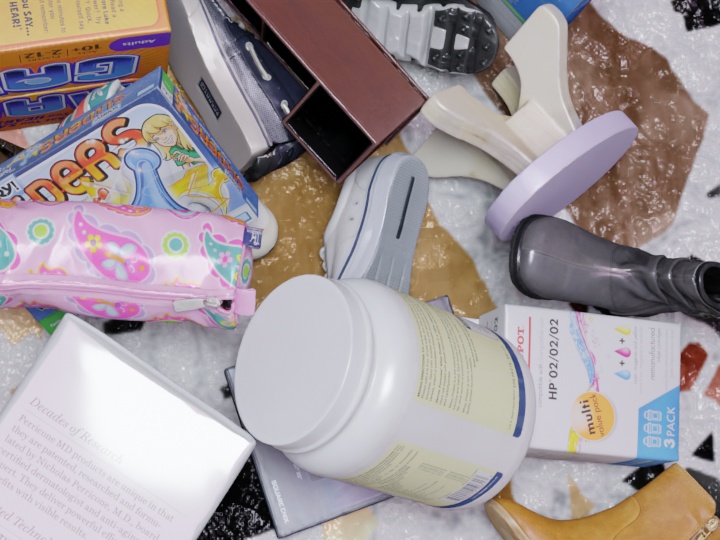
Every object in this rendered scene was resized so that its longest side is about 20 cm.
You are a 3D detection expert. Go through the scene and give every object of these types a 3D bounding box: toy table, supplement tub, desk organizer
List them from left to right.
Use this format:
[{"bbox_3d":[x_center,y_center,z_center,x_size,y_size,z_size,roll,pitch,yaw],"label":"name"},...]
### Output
[{"bbox_3d":[-0.047,-0.174,1.118,0.200,0.072,0.077,48,49,-2],"label":"desk organizer"},{"bbox_3d":[0.020,0.090,1.047,0.199,0.144,0.147,23,75,-41],"label":"supplement tub"},{"bbox_3d":[0.133,-0.111,1.154,0.117,0.200,0.184,48,111,10],"label":"toy table"}]

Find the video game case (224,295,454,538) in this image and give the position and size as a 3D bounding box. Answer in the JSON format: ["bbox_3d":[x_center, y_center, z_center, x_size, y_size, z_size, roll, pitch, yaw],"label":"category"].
[{"bbox_3d":[0.003,0.119,1.165,0.198,0.019,0.144,-18,84,-11],"label":"video game case"}]

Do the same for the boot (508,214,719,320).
[{"bbox_3d":[0.218,0.000,1.118,0.199,0.131,0.071,11,86,-46],"label":"boot"}]

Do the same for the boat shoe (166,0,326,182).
[{"bbox_3d":[-0.099,-0.175,1.177,0.092,0.075,0.201,-23,84,-30],"label":"boat shoe"}]

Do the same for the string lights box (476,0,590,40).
[{"bbox_3d":[0.150,-0.255,1.156,0.059,0.200,0.103,-40,89,-13],"label":"string lights box"}]

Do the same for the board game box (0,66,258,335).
[{"bbox_3d":[-0.196,-0.049,1.075,0.199,0.035,0.136,-29,122,14],"label":"board game box"}]

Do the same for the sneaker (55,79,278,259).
[{"bbox_3d":[-0.139,-0.078,1.111,0.199,0.093,0.071,32,49,-18],"label":"sneaker"}]

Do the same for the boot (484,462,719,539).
[{"bbox_3d":[0.210,0.209,1.156,0.201,0.071,0.144,43,81,-11],"label":"boot"}]

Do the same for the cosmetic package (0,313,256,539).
[{"bbox_3d":[-0.198,0.165,1.042,0.166,0.167,0.201,33,80,-2],"label":"cosmetic package"}]

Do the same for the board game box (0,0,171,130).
[{"bbox_3d":[-0.261,-0.233,1.084,0.198,0.200,0.202,-9,82,-11],"label":"board game box"}]

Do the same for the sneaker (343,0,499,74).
[{"bbox_3d":[0.027,-0.215,1.200,0.198,0.091,0.067,15,112,11],"label":"sneaker"}]

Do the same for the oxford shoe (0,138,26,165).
[{"bbox_3d":[-0.270,-0.065,1.115,0.198,0.084,0.073,10,75,-11],"label":"oxford shoe"}]

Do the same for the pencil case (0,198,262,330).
[{"bbox_3d":[-0.175,-0.004,1.034,0.198,0.087,0.088,6,80,-8],"label":"pencil case"}]

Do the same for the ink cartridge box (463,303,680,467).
[{"bbox_3d":[0.158,0.094,1.157,0.198,0.068,0.116,6,77,-14],"label":"ink cartridge box"}]

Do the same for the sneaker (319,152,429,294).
[{"bbox_3d":[0.000,0.000,1.158,0.073,0.070,0.202,31,72,-40],"label":"sneaker"}]
